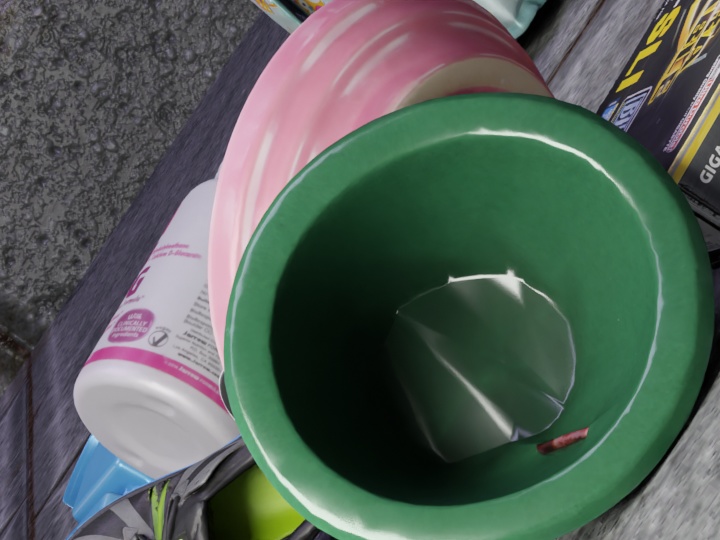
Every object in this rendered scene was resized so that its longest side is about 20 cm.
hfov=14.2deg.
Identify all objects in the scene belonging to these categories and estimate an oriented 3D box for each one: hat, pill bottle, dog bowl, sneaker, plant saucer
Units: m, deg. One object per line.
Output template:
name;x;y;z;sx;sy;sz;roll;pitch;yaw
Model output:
hat;0.047;0.044;1.071;0.199;0.166;0.176;-15;-20;13
pill bottle;-0.073;0.019;1.666;0.200;0.113;0.113;-61;10;-30
dog bowl;-0.142;0.148;1.715;0.112;0.049;0.200;-49;19;42
sneaker;-0.079;0.125;1.324;0.199;0.071;0.083;-35;0;14
plant saucer;0.025;-0.012;1.136;0.051;0.201;0.201;10;60;41

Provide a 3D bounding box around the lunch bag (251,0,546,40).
lunch bag;0.014;-0.174;1.707;0.122;0.170;0.200;-53;5;-36

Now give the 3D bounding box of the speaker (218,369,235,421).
speaker;0.000;0.000;1.459;0.081;0.081;0.200;-45;14;50

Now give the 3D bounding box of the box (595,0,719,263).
box;0.152;-0.092;1.093;0.200;0.049;0.160;-58;7;-12
